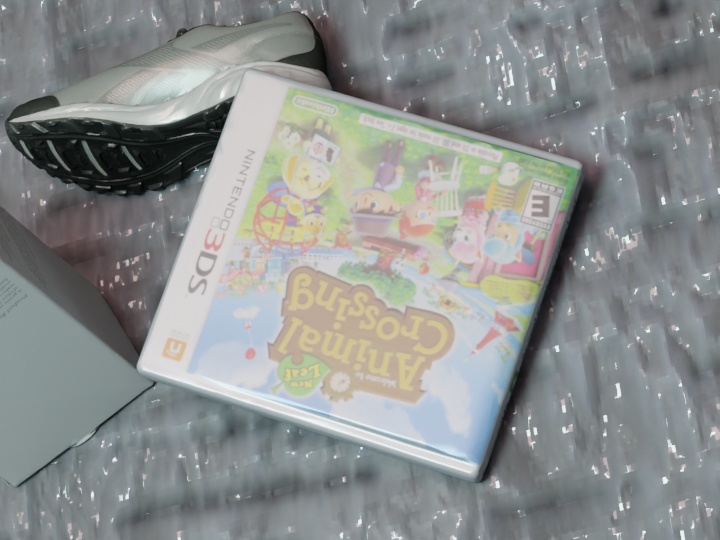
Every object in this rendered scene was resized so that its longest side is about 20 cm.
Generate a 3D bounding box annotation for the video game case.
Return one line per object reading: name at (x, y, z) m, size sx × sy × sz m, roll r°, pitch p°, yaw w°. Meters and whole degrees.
video game case at (0.000, 0.000, 1.555) m, size 0.200 × 0.022 × 0.182 m, roll 17°, pitch 80°, yaw 14°

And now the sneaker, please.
sneaker at (-0.110, -0.099, 1.669) m, size 0.200 × 0.074 × 0.079 m, roll -11°, pitch 54°, yaw 14°

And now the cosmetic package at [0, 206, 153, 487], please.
cosmetic package at (-0.212, 0.030, 1.574) m, size 0.108 × 0.200 × 0.085 m, roll -36°, pitch 59°, yaw 4°
